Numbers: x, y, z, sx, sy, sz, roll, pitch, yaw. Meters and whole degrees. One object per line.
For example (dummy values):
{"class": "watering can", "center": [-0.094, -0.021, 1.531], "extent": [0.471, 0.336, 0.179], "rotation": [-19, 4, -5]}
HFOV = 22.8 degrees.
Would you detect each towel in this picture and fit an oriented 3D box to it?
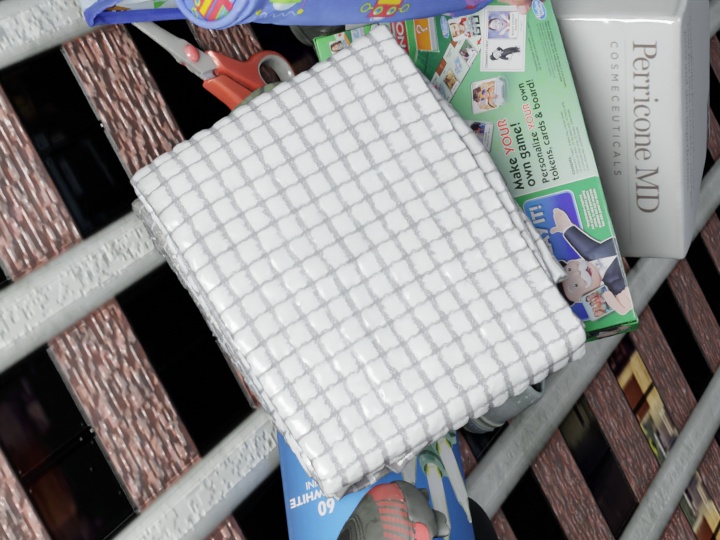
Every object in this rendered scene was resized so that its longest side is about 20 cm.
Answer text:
{"class": "towel", "center": [0.000, 0.000, 0.903], "extent": [0.200, 0.165, 0.086], "rotation": [56, -14, 12]}

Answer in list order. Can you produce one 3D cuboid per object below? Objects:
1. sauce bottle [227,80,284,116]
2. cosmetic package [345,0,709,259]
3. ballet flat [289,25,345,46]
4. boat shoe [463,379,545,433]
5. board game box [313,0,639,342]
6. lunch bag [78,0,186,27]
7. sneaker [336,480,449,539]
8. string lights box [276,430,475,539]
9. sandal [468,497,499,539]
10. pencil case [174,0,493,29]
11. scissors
{"class": "sauce bottle", "center": [-0.004, -0.023, 1.044], "extent": [0.200, 0.065, 0.065], "rotation": [48, 34, -31]}
{"class": "cosmetic package", "center": [0.112, -0.121, 1.112], "extent": [0.165, 0.199, 0.165], "rotation": [-65, 152, -53]}
{"class": "ballet flat", "center": [0.005, -0.204, 1.189], "extent": [0.067, 0.057, 0.200], "rotation": [56, 31, -19]}
{"class": "boat shoe", "center": [0.089, 0.008, 1.162], "extent": [0.070, 0.071, 0.202], "rotation": [33, 43, -44]}
{"class": "board game box", "center": [0.061, -0.049, 0.972], "extent": [0.029, 0.134, 0.201], "rotation": [53, 23, -75]}
{"class": "lunch bag", "center": [-0.076, -0.235, 0.987], "extent": [0.200, 0.124, 0.171], "rotation": [-10, 78, -49]}
{"class": "sneaker", "center": [-0.021, 0.184, 0.829], "extent": [0.098, 0.071, 0.201], "rotation": [23, 67, -12]}
{"class": "string lights box", "center": [0.006, 0.105, 0.974], "extent": [0.103, 0.059, 0.201], "rotation": [24, 50, -51]}
{"class": "sandal", "center": [0.092, 0.224, 1.045], "extent": [0.076, 0.043, 0.201], "rotation": [-10, 78, -60]}
{"class": "pencil case", "center": [-0.009, -0.165, 0.895], "extent": [0.200, 0.078, 0.087], "rotation": [-10, 46, -45]}
{"class": "scissors", "center": [-0.088, -0.112, 1.018], "extent": [0.200, 0.014, 0.073], "rotation": [17, 55, -54]}
